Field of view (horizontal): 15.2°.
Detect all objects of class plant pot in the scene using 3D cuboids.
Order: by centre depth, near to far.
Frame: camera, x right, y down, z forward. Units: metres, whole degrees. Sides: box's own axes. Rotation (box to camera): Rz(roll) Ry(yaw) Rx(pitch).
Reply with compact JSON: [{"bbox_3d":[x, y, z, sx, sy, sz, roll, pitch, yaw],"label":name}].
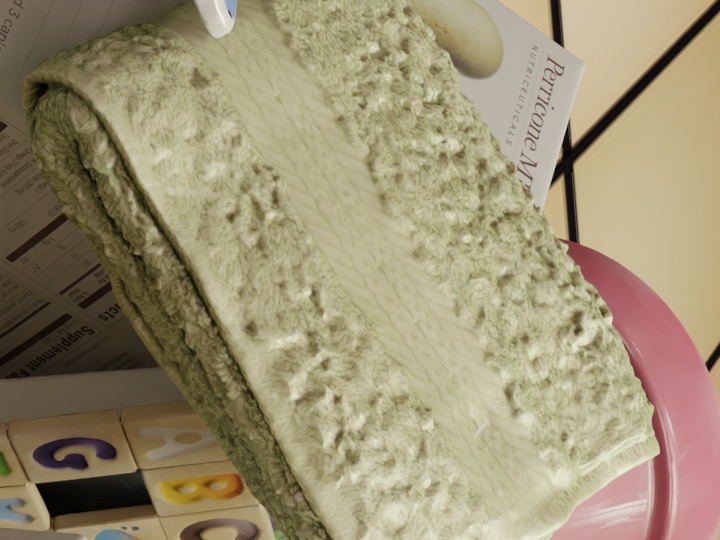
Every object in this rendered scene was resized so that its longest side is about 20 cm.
[{"bbox_3d":[0.040,0.093,1.238,0.179,0.199,0.201,-13,104,-51],"label":"plant pot"}]

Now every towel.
[{"bbox_3d":[0.000,0.000,0.798,0.148,0.036,0.200,-35,94,-40],"label":"towel"}]

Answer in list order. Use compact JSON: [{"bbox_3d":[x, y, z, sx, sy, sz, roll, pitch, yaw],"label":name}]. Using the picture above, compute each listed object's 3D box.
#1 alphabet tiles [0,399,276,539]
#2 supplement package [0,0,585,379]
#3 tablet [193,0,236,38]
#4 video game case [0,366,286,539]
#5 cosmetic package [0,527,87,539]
[{"bbox_3d":[-0.109,0.097,0.872,0.200,0.166,0.008,78,6,-59],"label":"alphabet tiles"},{"bbox_3d":[-0.060,-0.039,0.894,0.200,0.151,0.152,34,53,-21],"label":"supplement package"},{"bbox_3d":[-0.054,-0.172,0.793,0.200,0.014,0.131,-87,163,-52],"label":"tablet"},{"bbox_3d":[-0.080,0.085,0.904,0.182,0.199,0.023,56,33,-55],"label":"video game case"},{"bbox_3d":[-0.177,0.178,0.717,0.200,0.167,0.167,-40,129,-60],"label":"cosmetic package"}]
